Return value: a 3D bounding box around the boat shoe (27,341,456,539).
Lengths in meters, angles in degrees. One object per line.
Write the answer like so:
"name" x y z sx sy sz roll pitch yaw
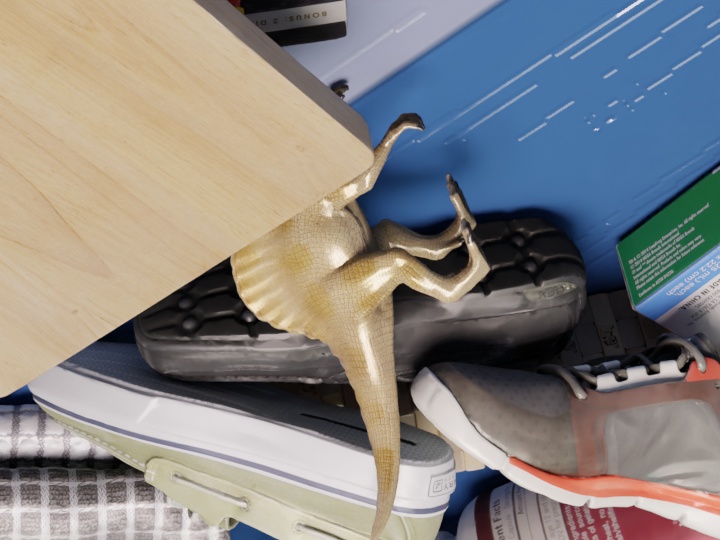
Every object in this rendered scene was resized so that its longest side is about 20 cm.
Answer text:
"boat shoe" -0.057 0.082 0.968 0.199 0.072 0.062 16 104 18

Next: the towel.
"towel" -0.146 0.149 1.073 0.164 0.086 0.201 -2 138 -10

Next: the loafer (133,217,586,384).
"loafer" 0.001 0.026 0.977 0.199 0.068 0.071 -7 133 -9

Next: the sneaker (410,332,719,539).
"sneaker" 0.115 0.056 0.971 0.199 0.077 0.082 16 105 -27

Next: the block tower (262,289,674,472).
"block tower" 0.052 0.056 1.034 0.198 0.058 0.054 -10 140 -2

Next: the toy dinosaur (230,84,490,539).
"toy dinosaur" 0.000 0.000 0.919 0.101 0.058 0.201 -25 96 7

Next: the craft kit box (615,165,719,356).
"craft kit box" 0.252 -0.014 1.007 0.197 0.049 0.200 31 124 -35

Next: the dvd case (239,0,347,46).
"dvd case" -0.083 -0.149 0.799 0.148 0.016 0.201 -8 139 -3

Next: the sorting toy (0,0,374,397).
"sorting toy" -0.133 -0.065 0.821 0.198 0.070 0.200 -31 135 23

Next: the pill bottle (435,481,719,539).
"pill bottle" 0.117 0.149 1.109 0.199 0.115 0.114 -24 138 15
